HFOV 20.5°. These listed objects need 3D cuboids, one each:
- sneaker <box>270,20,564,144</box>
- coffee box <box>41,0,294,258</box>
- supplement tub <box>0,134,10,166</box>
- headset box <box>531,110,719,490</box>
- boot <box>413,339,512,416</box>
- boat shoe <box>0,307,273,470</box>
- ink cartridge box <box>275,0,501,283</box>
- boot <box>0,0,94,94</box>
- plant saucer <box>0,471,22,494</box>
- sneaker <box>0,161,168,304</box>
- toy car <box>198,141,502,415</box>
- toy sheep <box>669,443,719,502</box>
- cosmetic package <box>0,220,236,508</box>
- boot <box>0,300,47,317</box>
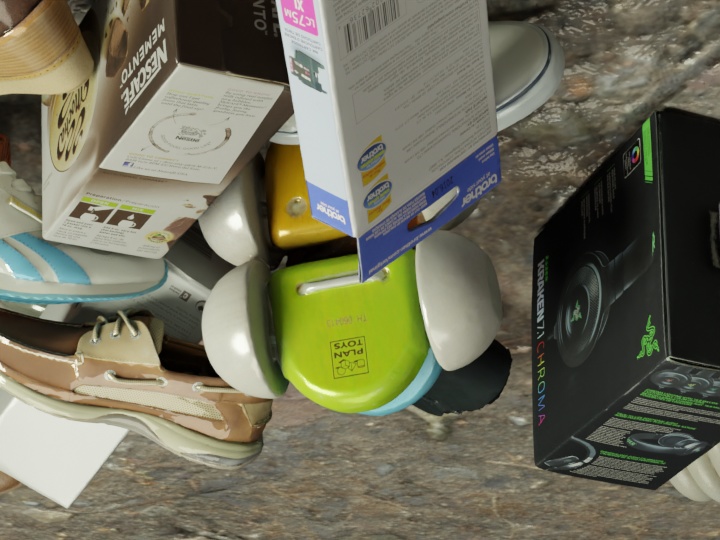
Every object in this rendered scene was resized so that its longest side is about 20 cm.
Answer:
[{"bbox_3d":[0.014,-0.111,1.133,0.200,0.073,0.071,-8,154,20],"label":"sneaker"},{"bbox_3d":[-0.106,-0.103,1.103,0.080,0.113,0.200,10,150,-27],"label":"coffee box"},{"bbox_3d":[-0.323,-0.046,1.237,0.200,0.123,0.123,4,153,-4],"label":"supplement tub"},{"bbox_3d":[0.191,0.020,1.259,0.093,0.174,0.200,11,152,-17],"label":"headset box"},{"bbox_3d":[0.047,0.037,1.408,0.168,0.076,0.200,25,153,-29],"label":"boot"},{"bbox_3d":[-0.144,0.055,1.220,0.200,0.076,0.072,20,110,-16],"label":"boat shoe"},{"bbox_3d":[0.017,-0.104,1.031,0.042,0.119,0.200,24,139,38],"label":"ink cartridge box"},{"bbox_3d":[-0.253,-0.160,1.097,0.200,0.072,0.166,-3,138,39],"label":"boot"},{"bbox_3d":[-0.380,0.146,1.707,0.200,0.037,0.200,2,152,1],"label":"plant saucer"},{"bbox_3d":[-0.206,-0.023,1.165,0.200,0.081,0.077,9,173,-24],"label":"sneaker"},{"bbox_3d":[0.000,0.000,1.218,0.175,0.200,0.150,-11,155,12],"label":"toy car"},{"bbox_3d":[0.278,0.108,1.466,0.200,0.138,0.138,-21,144,38],"label":"toy sheep"},{"bbox_3d":[-0.166,0.045,1.313,0.081,0.113,0.200,34,113,-15],"label":"cosmetic package"},{"bbox_3d":[-0.184,-0.002,1.379,0.200,0.068,0.131,-16,139,25],"label":"boot"}]
